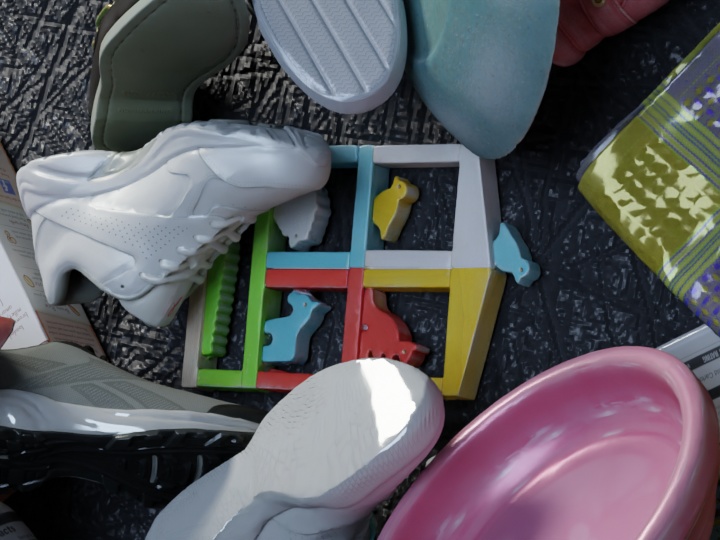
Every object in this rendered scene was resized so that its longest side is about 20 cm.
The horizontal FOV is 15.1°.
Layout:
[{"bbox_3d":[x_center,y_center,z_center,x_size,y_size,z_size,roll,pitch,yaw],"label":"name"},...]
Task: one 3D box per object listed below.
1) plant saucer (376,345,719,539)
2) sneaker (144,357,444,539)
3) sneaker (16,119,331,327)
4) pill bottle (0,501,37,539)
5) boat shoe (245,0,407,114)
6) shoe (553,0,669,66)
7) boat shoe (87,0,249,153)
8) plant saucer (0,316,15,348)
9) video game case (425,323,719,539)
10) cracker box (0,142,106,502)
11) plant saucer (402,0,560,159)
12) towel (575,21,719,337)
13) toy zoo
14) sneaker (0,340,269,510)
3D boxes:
[{"bbox_3d":[0.087,0.124,1.235,0.201,0.051,0.201,-35,25,19],"label":"plant saucer"},{"bbox_3d":[-0.016,0.114,1.350,0.200,0.088,0.075,-36,39,34],"label":"sneaker"},{"bbox_3d":[-0.092,-0.022,1.413,0.200,0.078,0.099,-11,82,39],"label":"sneaker"},{"bbox_3d":[-0.200,0.190,1.404,0.116,0.116,0.200,-44,79,17],"label":"pill bottle"},{"bbox_3d":[-0.027,-0.151,1.369,0.072,0.071,0.200,-22,60,-4],"label":"boat shoe"},{"bbox_3d":[0.086,-0.200,1.355,0.091,0.071,0.200,-36,69,17],"label":"shoe"},{"bbox_3d":[-0.105,-0.124,1.405,0.201,0.072,0.061,127,142,-63],"label":"boat shoe"},{"bbox_3d":[-0.283,0.090,1.383,0.200,0.037,0.200,-57,26,-17],"label":"plant saucer"},{"bbox_3d":[0.143,0.135,1.292,0.200,0.023,0.182,-28,68,23],"label":"video game case"},{"bbox_3d":[-0.230,0.027,1.511,0.134,0.058,0.200,-38,65,20],"label":"cracker box"},{"bbox_3d":[0.044,-0.153,1.318,0.201,0.039,0.201,177,90,-72],"label":"plant saucer"},{"bbox_3d":[0.206,-0.029,1.269,0.144,0.023,0.200,-42,63,4],"label":"towel"},{"bbox_3d":[0.000,0.000,1.400,0.200,0.020,0.131,1,82,31],"label":"toy zoo"},{"bbox_3d":[-0.129,0.072,1.392,0.074,0.200,0.079,108,167,-49],"label":"sneaker"}]
